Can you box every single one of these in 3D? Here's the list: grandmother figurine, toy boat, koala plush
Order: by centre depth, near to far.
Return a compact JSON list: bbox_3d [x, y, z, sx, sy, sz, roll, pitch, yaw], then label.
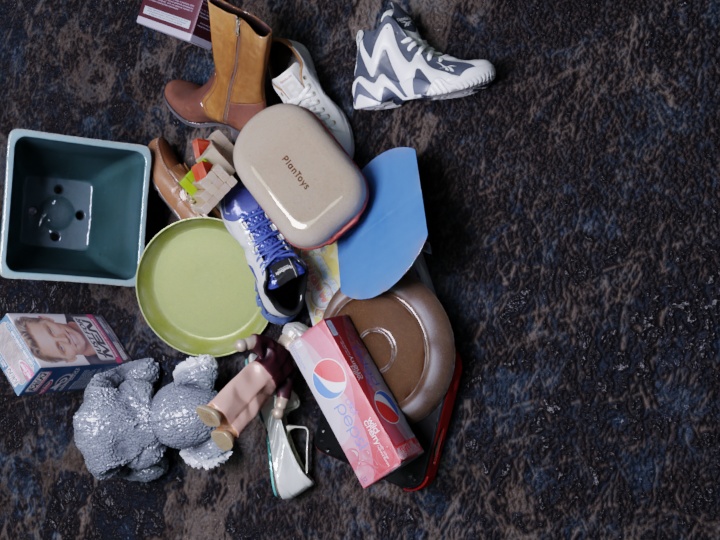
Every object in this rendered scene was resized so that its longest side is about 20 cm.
[{"bbox_3d":[-0.129,0.136,1.299,0.060,0.200,0.123,8,130,41],"label":"grandmother figurine"},{"bbox_3d":[-0.074,-0.120,1.299,0.130,0.131,0.201,-38,77,1],"label":"toy boat"},{"bbox_3d":[-0.277,0.209,1.382,0.196,0.184,0.181,-7,85,14],"label":"koala plush"}]

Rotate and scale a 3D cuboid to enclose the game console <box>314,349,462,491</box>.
[{"bbox_3d":[0.034,0.170,1.286,0.175,0.031,0.204,19,102,27],"label":"game console"}]

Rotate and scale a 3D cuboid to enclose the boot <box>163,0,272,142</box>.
[{"bbox_3d":[-0.200,-0.275,1.343,0.187,0.068,0.202,34,145,23],"label":"boot"}]

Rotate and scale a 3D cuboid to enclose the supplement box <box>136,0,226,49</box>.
[{"bbox_3d":[-0.242,-0.439,1.439,0.108,0.061,0.203,23,99,24],"label":"supplement box"}]

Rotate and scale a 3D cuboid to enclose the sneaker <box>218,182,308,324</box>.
[{"bbox_3d":[-0.114,-0.024,1.299,0.080,0.115,0.202,-22,97,-17],"label":"sneaker"}]

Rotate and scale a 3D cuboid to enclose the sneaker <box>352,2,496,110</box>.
[{"bbox_3d":[0.074,-0.283,1.264,0.197,0.079,0.132,-4,95,36],"label":"sneaker"}]

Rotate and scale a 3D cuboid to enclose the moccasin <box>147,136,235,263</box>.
[{"bbox_3d":[-0.240,-0.108,1.418,0.077,0.073,0.203,-36,74,18],"label":"moccasin"}]

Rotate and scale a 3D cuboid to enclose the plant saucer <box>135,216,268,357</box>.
[{"bbox_3d":[-0.214,0.021,1.384,0.196,0.031,0.204,1,106,2],"label":"plant saucer"}]

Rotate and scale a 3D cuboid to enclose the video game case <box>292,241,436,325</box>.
[{"bbox_3d":[0.000,0.000,1.322,0.180,0.023,0.203,-23,78,24],"label":"video game case"}]

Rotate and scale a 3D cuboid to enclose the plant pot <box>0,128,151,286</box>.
[{"bbox_3d":[-0.427,-0.086,1.438,0.199,0.193,0.200,-175,90,-65],"label":"plant pot"}]

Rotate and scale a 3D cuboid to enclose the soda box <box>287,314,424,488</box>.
[{"bbox_3d":[-0.007,0.159,1.220,0.070,0.063,0.202,-36,75,26],"label":"soda box"}]

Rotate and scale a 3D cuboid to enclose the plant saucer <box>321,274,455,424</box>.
[{"bbox_3d":[0.025,0.100,1.253,0.197,0.032,0.204,1,93,29],"label":"plant saucer"}]

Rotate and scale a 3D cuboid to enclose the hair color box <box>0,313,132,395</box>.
[{"bbox_3d":[-0.432,0.118,1.434,0.061,0.199,0.100,-46,71,17],"label":"hair color box"}]

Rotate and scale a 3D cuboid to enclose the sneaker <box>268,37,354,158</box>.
[{"bbox_3d":[-0.079,-0.226,1.337,0.072,0.084,0.202,-34,75,19],"label":"sneaker"}]

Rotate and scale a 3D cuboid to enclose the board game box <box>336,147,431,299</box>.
[{"bbox_3d":[0.035,-0.053,1.254,0.157,0.039,0.203,-36,46,36],"label":"board game box"}]

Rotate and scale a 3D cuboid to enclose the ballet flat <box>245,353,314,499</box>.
[{"bbox_3d":[-0.105,0.208,1.350,0.068,0.069,0.204,-16,85,25],"label":"ballet flat"}]

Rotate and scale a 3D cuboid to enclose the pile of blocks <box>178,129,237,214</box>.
[{"bbox_3d":[-0.212,-0.137,1.325,0.082,0.201,0.062,-40,109,11],"label":"pile of blocks"}]
